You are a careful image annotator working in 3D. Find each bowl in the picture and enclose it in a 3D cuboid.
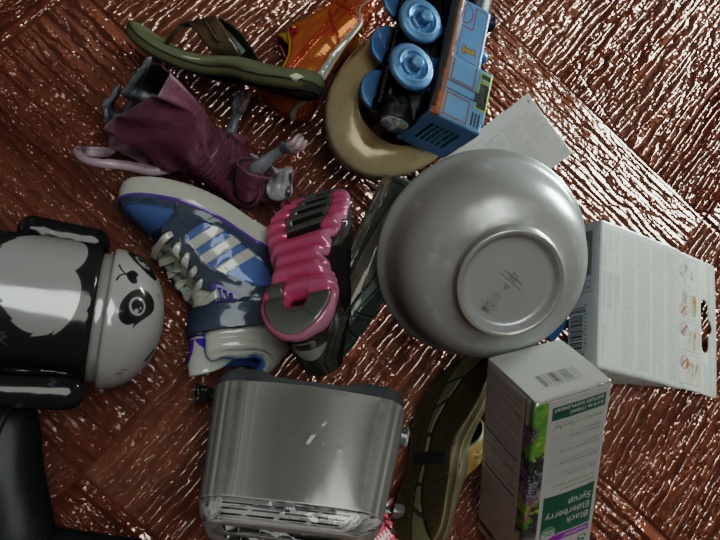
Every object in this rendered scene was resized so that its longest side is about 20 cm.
[{"bbox_3d":[0.119,-0.002,0.765,0.200,0.090,0.202,-3,107,-9],"label":"bowl"}]

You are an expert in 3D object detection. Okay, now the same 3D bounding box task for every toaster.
[{"bbox_3d":[-0.059,0.164,0.738,0.199,0.114,0.130,8,60,-2],"label":"toaster"}]

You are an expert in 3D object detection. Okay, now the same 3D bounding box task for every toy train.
[{"bbox_3d":[0.072,-0.213,0.839,0.114,0.087,0.201,22,68,-22],"label":"toy train"}]

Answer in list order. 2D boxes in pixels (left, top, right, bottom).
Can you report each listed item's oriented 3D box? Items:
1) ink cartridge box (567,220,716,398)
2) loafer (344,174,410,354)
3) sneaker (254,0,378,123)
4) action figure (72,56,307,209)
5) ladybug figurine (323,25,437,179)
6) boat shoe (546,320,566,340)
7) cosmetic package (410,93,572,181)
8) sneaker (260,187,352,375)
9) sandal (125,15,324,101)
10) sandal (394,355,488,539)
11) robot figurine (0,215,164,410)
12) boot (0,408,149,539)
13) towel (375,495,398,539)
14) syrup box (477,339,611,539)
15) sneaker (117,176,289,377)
[{"bbox_3d":[0.313,0.048,0.954,0.199,0.047,0.161,17,70,-31],"label":"ink cartridge box"},{"bbox_3d":[0.000,0.000,0.837,0.063,0.072,0.200,33,86,17],"label":"loafer"},{"bbox_3d":[-0.039,-0.243,0.895,0.077,0.073,0.200,32,65,3],"label":"sneaker"},{"bbox_3d":[-0.140,-0.102,0.799,0.200,0.134,0.149,37,94,-26],"label":"action figure"},{"bbox_3d":[0.037,-0.171,0.897,0.136,0.072,0.200,43,67,-4],"label":"ladybug figurine"},{"bbox_3d":[0.159,-0.017,0.878,0.084,0.068,0.200,-46,126,-37],"label":"boat shoe"},{"bbox_3d":[0.125,-0.098,0.918,0.200,0.051,0.083,-37,93,-22],"label":"cosmetic package"},{"bbox_3d":[-0.036,0.009,0.768,0.079,0.096,0.200,-12,40,18],"label":"sneaker"},{"bbox_3d":[-0.125,-0.209,0.827,0.200,0.080,0.058,15,98,9],"label":"sandal"},{"bbox_3d":[0.087,0.172,0.824,0.054,0.080,0.201,35,61,-33],"label":"sandal"},{"bbox_3d":[-0.264,0.031,0.716,0.199,0.125,0.151,9,89,-15],"label":"robot figurine"},{"bbox_3d":[-0.235,0.212,0.702,0.168,0.076,0.201,12,79,-11],"label":"boot"},{"bbox_3d":[-0.015,0.265,0.792,0.144,0.022,0.200,-33,87,-23],"label":"towel"},{"bbox_3d":[0.162,0.172,0.786,0.078,0.081,0.201,-12,118,-20],"label":"syrup box"},{"bbox_3d":[-0.146,0.017,0.781,0.200,0.081,0.147,27,63,-17],"label":"sneaker"}]
